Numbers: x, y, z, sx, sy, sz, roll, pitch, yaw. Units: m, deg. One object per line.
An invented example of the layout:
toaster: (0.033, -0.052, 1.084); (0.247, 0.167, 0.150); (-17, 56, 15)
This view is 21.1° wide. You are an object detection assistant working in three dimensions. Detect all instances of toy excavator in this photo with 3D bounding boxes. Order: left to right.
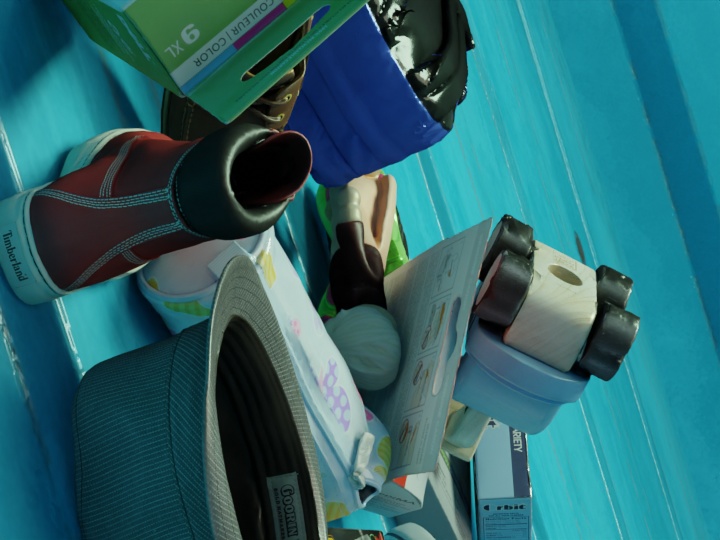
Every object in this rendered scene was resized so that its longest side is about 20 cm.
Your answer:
toy excavator: (0.095, 0.068, 1.304); (0.099, 0.201, 0.195); (27, 20, -4)

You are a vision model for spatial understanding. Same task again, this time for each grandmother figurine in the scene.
grandmother figurine: (0.000, 0.000, 1.266); (0.201, 0.060, 0.122); (-95, 170, -51)

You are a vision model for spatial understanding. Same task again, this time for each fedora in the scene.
fedora: (-0.080, 0.098, 0.917); (0.177, 0.090, 0.201); (-83, 160, -53)

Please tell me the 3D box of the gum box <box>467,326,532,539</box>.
gum box: (0.112, 0.158, 1.548); (0.201, 0.044, 0.171); (84, 4, -54)

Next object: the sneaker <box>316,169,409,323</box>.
sneaker: (0.011, 0.013, 1.392); (0.084, 0.076, 0.201); (61, 22, -47)

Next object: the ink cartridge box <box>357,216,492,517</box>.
ink cartridge box: (0.047, 0.065, 1.214); (0.200, 0.047, 0.161); (149, -43, -68)

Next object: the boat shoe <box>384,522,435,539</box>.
boat shoe: (0.044, 0.246, 1.268); (0.200, 0.065, 0.072); (-121, -157, -44)

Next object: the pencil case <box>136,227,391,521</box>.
pencil case: (-0.051, 0.054, 1.090); (0.201, 0.083, 0.091); (63, -4, -35)

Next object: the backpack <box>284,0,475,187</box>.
backpack: (-0.014, -0.143, 1.264); (0.163, 0.167, 0.200); (54, 18, -22)

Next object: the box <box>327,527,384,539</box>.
box: (-0.016, 0.221, 1.131); (0.200, 0.040, 0.138); (25, 50, -72)

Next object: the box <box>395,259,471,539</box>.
box: (0.044, 0.111, 1.477); (0.201, 0.041, 0.156); (-88, 158, -53)

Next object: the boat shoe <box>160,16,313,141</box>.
boat shoe: (-0.067, -0.114, 1.092); (0.068, 0.072, 0.201); (-111, -145, -61)

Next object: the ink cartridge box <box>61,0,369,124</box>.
ink cartridge box: (-0.082, -0.149, 0.966); (0.059, 0.104, 0.200); (55, -10, -31)

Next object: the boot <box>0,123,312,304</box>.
boot: (-0.081, -0.043, 0.962); (0.200, 0.143, 0.073); (-54, 126, -73)
